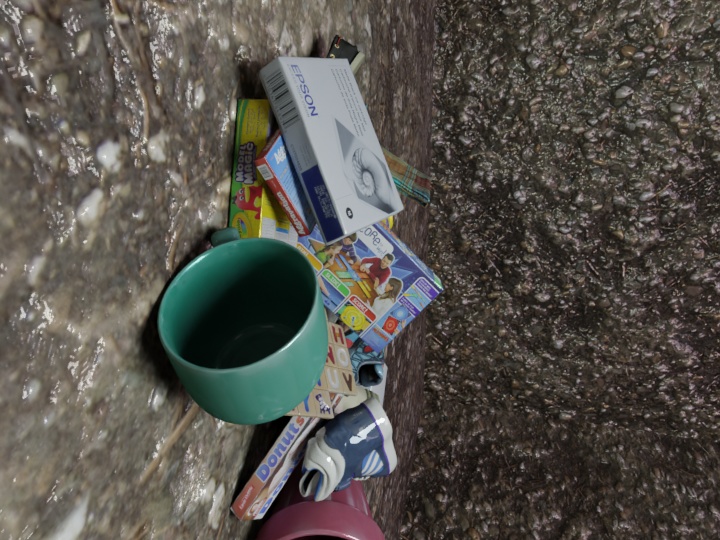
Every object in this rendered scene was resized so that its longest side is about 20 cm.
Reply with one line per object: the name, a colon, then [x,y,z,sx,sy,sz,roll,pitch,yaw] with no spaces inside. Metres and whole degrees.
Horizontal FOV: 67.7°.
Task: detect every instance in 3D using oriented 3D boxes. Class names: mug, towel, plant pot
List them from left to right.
mug: [-0.100,0.053,0.525,0.117,0.146,0.189,83,18,-45]
plant pot: [-0.057,0.386,0.799,0.180,0.191,0.208,-94,-177,-66]
towel: [0.023,-0.172,0.815,0.022,0.196,0.148,-57,-175,25]

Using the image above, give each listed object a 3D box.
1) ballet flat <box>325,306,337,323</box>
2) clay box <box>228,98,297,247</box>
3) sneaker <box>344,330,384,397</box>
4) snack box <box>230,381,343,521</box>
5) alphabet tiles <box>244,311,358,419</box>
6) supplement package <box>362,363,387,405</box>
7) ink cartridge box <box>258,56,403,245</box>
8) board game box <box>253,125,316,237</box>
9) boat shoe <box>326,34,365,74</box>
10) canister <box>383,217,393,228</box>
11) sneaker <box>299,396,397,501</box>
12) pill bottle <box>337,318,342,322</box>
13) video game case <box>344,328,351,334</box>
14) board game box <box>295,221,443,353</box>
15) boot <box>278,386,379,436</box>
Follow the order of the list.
ballet flat: [-0.069,-0.003,0.861,0.062,0.066,0.208,-16,111,-43]
clay box: [-0.110,-0.115,0.651,0.115,0.046,0.209,7,87,-75]
sneaker: [0.004,0.150,0.881,0.198,0.095,0.081,-21,148,-54]
snack box: [-0.092,0.234,0.712,0.203,0.024,0.072,-55,158,-9]
alphabet tiles: [-0.071,0.097,0.664,0.198,0.007,0.172,25,43,-51]
supplement package: [-0.020,0.270,1.062,0.156,0.106,0.208,63,35,-66]
ink cartridge box: [-0.014,-0.154,0.652,0.199,0.040,0.206,-31,100,-55]
board game box: [-0.058,-0.148,0.652,0.105,0.019,0.203,60,35,-34]
boat shoe: [-0.059,-0.277,0.811,0.074,0.062,0.205,-42,-161,58]
canister: [-0.003,-0.094,0.825,0.201,0.083,0.153,-81,153,-67]
sneaker: [-0.025,0.269,0.758,0.144,0.081,0.203,-30,146,-18]
pill bottle: [0.000,0.038,1.067,0.200,0.108,0.118,0,95,-78]
video game case: [0.038,0.095,1.053,0.023,0.178,0.200,59,-10,6]
board game box: [0.000,0.000,0.733,0.135,0.199,0.035,-43,-166,16]
boot: [-0.043,0.243,0.851,0.072,0.153,0.203,-44,-162,36]
